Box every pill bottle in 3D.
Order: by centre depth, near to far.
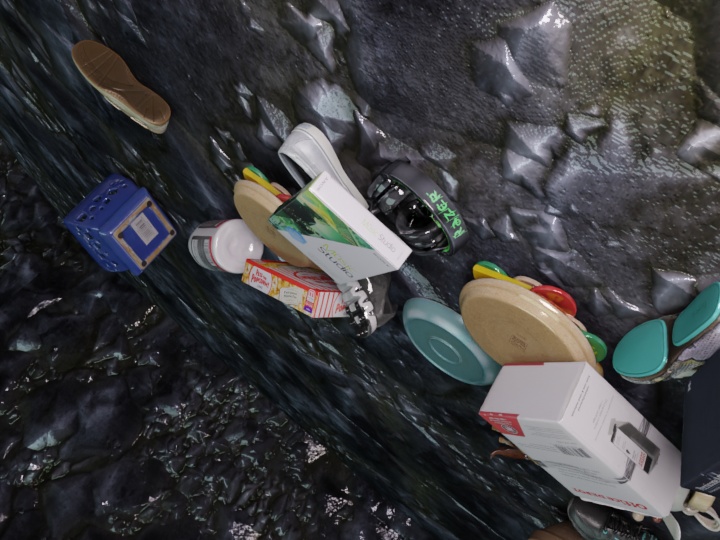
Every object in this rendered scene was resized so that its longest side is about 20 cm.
[{"bbox_3d":[-0.295,-0.053,1.293,0.200,0.111,0.111,6,138,56],"label":"pill bottle"}]

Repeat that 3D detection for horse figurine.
[{"bbox_3d":[0.299,0.290,1.001,0.132,0.050,0.200,28,151,-11],"label":"horse figurine"}]

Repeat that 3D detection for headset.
[{"bbox_3d":[0.048,-0.067,0.726,0.124,0.094,0.200,51,172,-21],"label":"headset"}]

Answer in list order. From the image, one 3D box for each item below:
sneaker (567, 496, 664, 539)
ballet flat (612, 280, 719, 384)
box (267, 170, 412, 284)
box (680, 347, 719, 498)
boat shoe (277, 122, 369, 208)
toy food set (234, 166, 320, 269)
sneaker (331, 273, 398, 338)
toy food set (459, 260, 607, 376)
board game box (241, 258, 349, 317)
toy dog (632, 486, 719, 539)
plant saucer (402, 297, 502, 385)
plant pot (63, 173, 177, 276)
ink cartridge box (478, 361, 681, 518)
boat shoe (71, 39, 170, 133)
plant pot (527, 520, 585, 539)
[{"bbox_3d":[0.453,0.447,1.039,0.200,0.075,0.079,31,142,11],"label":"sneaker"},{"bbox_3d":[0.316,0.072,0.581,0.072,0.072,0.200,38,158,11],"label":"ballet flat"},{"bbox_3d":[-0.035,-0.047,0.793,0.144,0.036,0.200,41,159,-13],"label":"box"},{"bbox_3d":[0.367,0.116,0.449,0.181,0.104,0.200,14,150,14],"label":"box"},{"bbox_3d":[-0.050,-0.105,0.849,0.070,0.072,0.201,14,144,49],"label":"boat shoe"},{"bbox_3d":[-0.137,-0.082,1.040,0.200,0.049,0.198,37,159,17],"label":"toy food set"},{"bbox_3d":[0.000,0.000,0.962,0.066,0.090,0.201,-29,82,57],"label":"sneaker"},{"bbox_3d":[0.213,0.076,0.774,0.200,0.049,0.198,27,153,34],"label":"toy food set"},{"bbox_3d":[-0.090,0.031,1.081,0.200,0.047,0.151,22,-168,40],"label":"board game box"},{"bbox_3d":[0.404,0.315,0.825,0.132,0.096,0.200,20,149,43],"label":"toy dog"},{"bbox_3d":[0.145,0.125,1.003,0.200,0.027,0.200,34,157,17],"label":"plant saucer"},{"bbox_3d":[-0.622,-0.115,1.621,0.179,0.200,0.200,15,146,35],"label":"plant pot"},{"bbox_3d":[0.271,0.203,0.750,0.200,0.083,0.147,41,156,-16],"label":"ink cartridge box"},{"bbox_3d":[-0.426,-0.322,1.084,0.200,0.072,0.065,40,157,-8],"label":"boat shoe"},{"bbox_3d":[0.445,0.570,1.223,0.200,0.093,0.201,34,157,17],"label":"plant pot"}]
